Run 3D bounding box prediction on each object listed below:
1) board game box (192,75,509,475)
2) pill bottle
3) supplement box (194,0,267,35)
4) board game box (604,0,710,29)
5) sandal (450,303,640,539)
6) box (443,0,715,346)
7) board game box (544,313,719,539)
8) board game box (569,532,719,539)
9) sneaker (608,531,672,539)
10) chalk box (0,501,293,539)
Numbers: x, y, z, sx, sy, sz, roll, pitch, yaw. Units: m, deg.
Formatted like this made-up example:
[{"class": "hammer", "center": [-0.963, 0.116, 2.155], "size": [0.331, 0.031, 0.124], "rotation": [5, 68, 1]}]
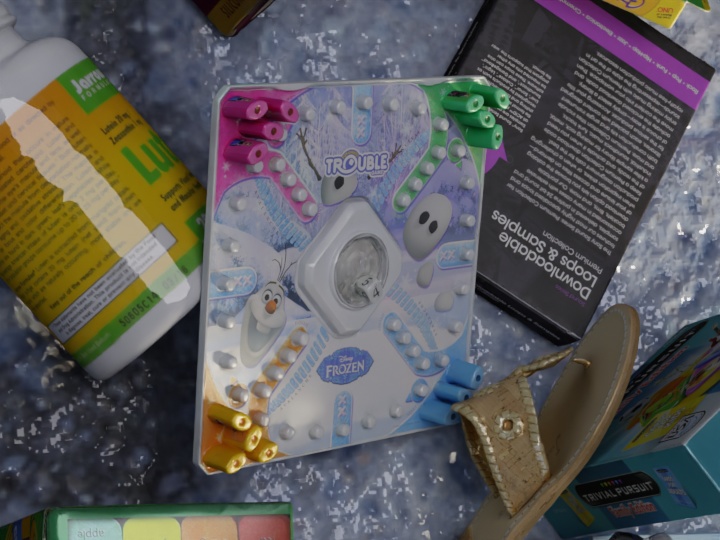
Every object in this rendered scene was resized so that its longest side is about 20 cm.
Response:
[{"class": "board game box", "center": [0.000, 0.000, 1.092], "size": [0.200, 0.026, 0.201], "rotation": [-7, 106, -43]}, {"class": "pill bottle", "center": [-0.162, -0.050, 1.075], "size": [0.111, 0.111, 0.200], "rotation": [-44, 95, -22]}, {"class": "supplement box", "center": [-0.087, -0.248, 1.125], "size": [0.103, 0.131, 0.200], "rotation": [-44, 95, -22]}, {"class": "board game box", "center": [0.113, -0.205, 1.225], "size": [0.199, 0.030, 0.096], "rotation": [19, 33, -13]}, {"class": "sandal", "center": [0.075, 0.100, 1.127], "size": [0.070, 0.078, 0.212], "rotation": [28, 91, -17]}, {"class": "box", "center": [0.108, -0.075, 1.220], "size": [0.143, 0.036, 0.200], "rotation": [33, 69, -10]}, {"class": "board game box", "center": [0.190, 0.076, 1.129], "size": [0.151, 0.200, 0.047], "rotation": [-40, 94, -23]}, {"class": "board game box", "center": [0.214, 0.250, 1.180], "size": [0.199, 0.056, 0.197], "rotation": [2, 78, -19]}, {"class": "sneaker", "center": [0.187, 0.199, 1.113], "size": [0.199, 0.070, 0.109], "rotation": [7, 78, -16]}, {"class": "chalk box", "center": [-0.103, 0.176, 1.002], "size": [0.124, 0.200, 0.124], "rotation": [2, 78, -20]}]
